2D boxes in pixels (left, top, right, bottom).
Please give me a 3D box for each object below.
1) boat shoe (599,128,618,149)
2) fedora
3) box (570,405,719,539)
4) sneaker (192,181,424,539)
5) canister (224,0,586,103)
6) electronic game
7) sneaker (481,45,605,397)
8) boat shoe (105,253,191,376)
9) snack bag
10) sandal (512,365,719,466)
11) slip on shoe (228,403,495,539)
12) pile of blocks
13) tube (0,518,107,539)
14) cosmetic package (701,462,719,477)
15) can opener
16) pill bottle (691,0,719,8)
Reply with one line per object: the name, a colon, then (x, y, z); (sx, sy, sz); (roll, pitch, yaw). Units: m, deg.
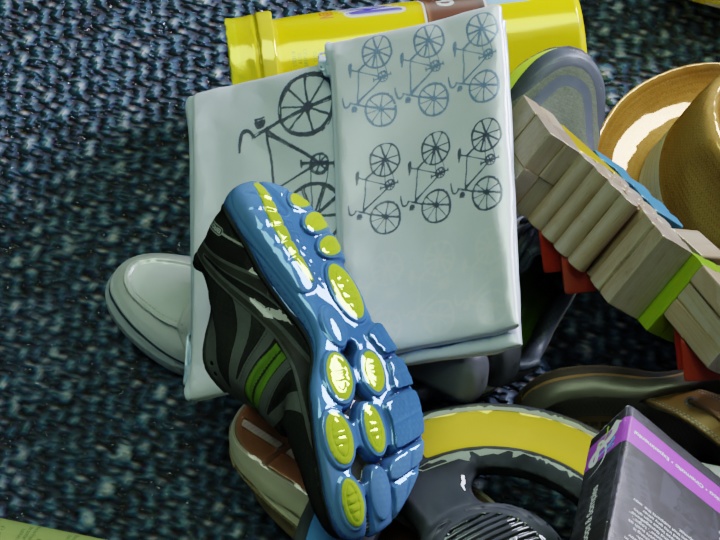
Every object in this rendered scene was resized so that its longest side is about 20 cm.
boat shoe: (0.052, -0.042, 1.518); (0.200, 0.072, 0.066); (-29, 53, -11)
fedora: (0.223, -0.049, 1.469); (0.201, 0.082, 0.201); (6, 57, -9)
box: (0.157, 0.165, 1.222); (0.143, 0.036, 0.200); (39, 29, -10)
sneaker: (-0.030, 0.051, 1.334); (0.071, 0.083, 0.200); (2, 53, -42)
canister: (0.024, -0.116, 1.537); (0.200, 0.149, 0.087); (-7, 95, -3)
electronic game: (0.065, 0.149, 1.301); (0.200, 0.042, 0.200); (0, 52, 0)
sneaker: (0.098, -0.025, 1.439); (0.074, 0.081, 0.200); (16, 85, -24)
boat shoe: (-0.058, 0.028, 1.469); (0.200, 0.067, 0.074); (23, 56, 23)
snack bag: (-0.010, -0.035, 1.394); (0.200, 0.021, 0.189); (-10, 69, 24)
sandal: (0.178, 0.083, 1.389); (0.200, 0.082, 0.055); (-2, 39, 8)
slip on shoe: (0.013, 0.138, 1.376); (0.200, 0.061, 0.076); (32, 58, 19)
pile of blocks: (0.139, -0.004, 1.377); (0.200, 0.082, 0.062); (45, 106, 21)
tube: (-0.108, 0.170, 1.371); (0.200, 0.052, 0.058); (12, 93, 9)
cosmetic package: (0.152, 0.188, 1.327); (0.083, 0.051, 0.200); (12, 53, 12)
can opener: (0.000, 0.000, 1.411); (0.200, 0.067, 0.053); (28, 36, 35)
pill bottle: (0.283, -0.197, 1.594); (0.200, 0.111, 0.111); (18, 55, 18)
